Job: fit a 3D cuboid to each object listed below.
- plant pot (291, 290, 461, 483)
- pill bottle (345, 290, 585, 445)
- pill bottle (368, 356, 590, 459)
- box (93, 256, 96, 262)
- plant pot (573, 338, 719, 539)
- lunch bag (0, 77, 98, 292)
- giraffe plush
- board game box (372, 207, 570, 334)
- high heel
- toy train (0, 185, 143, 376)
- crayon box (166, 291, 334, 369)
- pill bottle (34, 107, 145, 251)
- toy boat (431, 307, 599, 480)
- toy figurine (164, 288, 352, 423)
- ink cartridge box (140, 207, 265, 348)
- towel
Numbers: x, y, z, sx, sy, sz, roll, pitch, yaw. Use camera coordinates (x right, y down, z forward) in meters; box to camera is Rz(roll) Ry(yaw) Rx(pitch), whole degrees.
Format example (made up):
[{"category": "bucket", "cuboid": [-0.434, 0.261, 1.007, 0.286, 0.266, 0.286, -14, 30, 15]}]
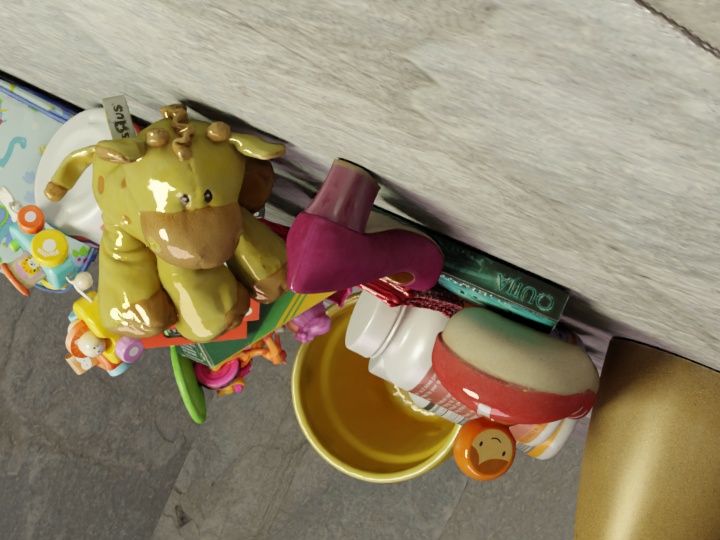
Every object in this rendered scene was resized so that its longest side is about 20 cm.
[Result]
[{"category": "plant pot", "cuboid": [0.052, 0.115, 1.973, 0.200, 0.201, 0.189, 22, -170, 19]}, {"category": "pill bottle", "cuboid": [0.093, 0.071, 1.663, 0.200, 0.112, 0.112, 24, 175, -12]}, {"category": "pill bottle", "cuboid": [0.117, 0.096, 1.796, 0.200, 0.117, 0.116, 25, 175, -6]}, {"category": "box", "cuboid": [-0.298, -0.089, 1.761, 0.200, 0.119, 0.041, 22, 177, 26]}, {"category": "plant pot", "cuboid": [0.263, 0.186, 1.582, 0.186, 0.200, 0.186, 23, 176, 2]}, {"category": "lunch bag", "cuboid": [-0.311, -0.084, 1.648, 0.200, 0.161, 0.082, 26, -176, -12]}, {"category": "giraffe plush", "cuboid": [-0.125, -0.052, 1.326, 0.200, 0.172, 0.162, 58, 161, -2]}, {"category": "board game box", "cuboid": [0.066, -0.004, 1.466, 0.200, 0.028, 0.135, 24, 175, 5]}, {"category": "high heel", "cuboid": [-0.001, 0.000, 1.313, 0.067, 0.096, 0.200, 19, 168, 30]}, {"category": "toy train", "cuboid": [-0.256, 0.027, 1.562, 0.200, 0.056, 0.150, 58, 162, -25]}, {"category": "crayon box", "cuboid": [-0.080, 0.012, 1.705, 0.052, 0.200, 0.126, 62, 165, -12]}, {"category": "pill bottle", "cuboid": [-0.174, -0.053, 1.592, 0.111, 0.112, 0.200, 19, 173, 42]}, {"category": "toy boat", "cuboid": [0.116, 0.109, 1.505, 0.130, 0.131, 0.200, 21, 178, 13]}, {"category": "toy figurine", "cuboid": [-0.096, 0.036, 1.812, 0.150, 0.184, 0.200, 66, -173, -50]}, {"category": "ink cartridge box", "cuboid": [-0.138, 0.007, 1.534, 0.109, 0.200, 0.050, -6, -135, -11]}, {"category": "towel", "cuboid": [0.000, 0.000, 1.509, 0.144, 0.023, 0.200, 25, -177, 17]}]
